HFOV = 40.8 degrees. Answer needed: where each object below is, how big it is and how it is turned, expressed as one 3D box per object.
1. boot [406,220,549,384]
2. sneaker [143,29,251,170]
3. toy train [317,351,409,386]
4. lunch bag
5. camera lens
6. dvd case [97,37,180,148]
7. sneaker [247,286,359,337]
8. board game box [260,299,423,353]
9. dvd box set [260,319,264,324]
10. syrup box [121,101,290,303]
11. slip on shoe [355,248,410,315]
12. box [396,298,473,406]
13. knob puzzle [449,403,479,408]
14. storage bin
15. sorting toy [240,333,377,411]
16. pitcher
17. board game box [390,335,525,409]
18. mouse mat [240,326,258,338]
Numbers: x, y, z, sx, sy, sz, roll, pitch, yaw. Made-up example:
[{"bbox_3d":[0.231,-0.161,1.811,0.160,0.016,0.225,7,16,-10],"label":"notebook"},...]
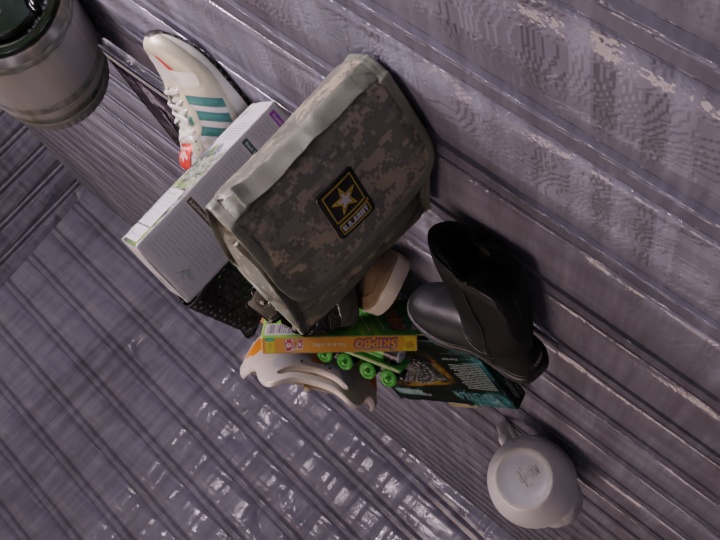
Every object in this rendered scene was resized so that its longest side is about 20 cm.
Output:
[{"bbox_3d":[0.091,0.020,0.897,0.163,0.066,0.200,25,166,28],"label":"boot"},{"bbox_3d":[-0.169,-0.158,1.023,0.200,0.094,0.070,47,167,-31],"label":"sneaker"},{"bbox_3d":[-0.028,0.086,1.201,0.197,0.042,0.057,19,118,20],"label":"toy train"},{"bbox_3d":[-0.030,-0.057,0.751,0.117,0.164,0.200,43,171,14],"label":"lunch bag"},{"bbox_3d":[-0.406,-0.280,1.185,0.159,0.161,0.200,37,169,14],"label":"camera lens"},{"bbox_3d":[-0.219,-0.181,1.157,0.148,0.016,0.200,37,169,35],"label":"dvd case"},{"bbox_3d":[-0.074,-0.017,1.060,0.076,0.113,0.203,27,132,58],"label":"sneaker"},{"bbox_3d":[-0.015,0.064,1.143,0.096,0.196,0.030,-88,-6,-66],"label":"board game box"},{"bbox_3d":[-0.090,0.040,1.428,0.199,0.147,0.029,41,138,-1],"label":"dvd box set"},{"bbox_3d":[-0.138,-0.072,0.967,0.082,0.200,0.079,47,167,-22],"label":"syrup box"},{"bbox_3d":[0.000,0.000,1.121,0.060,0.077,0.200,27,-179,-16],"label":"slip on shoe"},{"bbox_3d":[0.070,0.099,1.340,0.160,0.050,0.199,44,168,-26],"label":"box"},{"bbox_3d":[0.091,0.157,1.551,0.219,0.031,0.220,40,170,9],"label":"knob puzzle"},{"bbox_3d":[-0.175,-0.030,1.215,0.093,0.136,0.200,27,-172,-33],"label":"storage bin"},{"bbox_3d":[-0.061,0.132,1.280,0.196,0.109,0.180,14,-167,-3],"label":"sorting toy"},{"bbox_3d":[0.231,0.277,1.354,0.172,0.121,0.200,52,-174,24],"label":"pitcher"},{"bbox_3d":[0.092,0.117,1.204,0.198,0.028,0.136,-1,138,45],"label":"board game box"},{"bbox_3d":[-0.158,-0.025,1.307,0.007,0.163,0.200,10,-157,-38],"label":"mouse mat"}]
